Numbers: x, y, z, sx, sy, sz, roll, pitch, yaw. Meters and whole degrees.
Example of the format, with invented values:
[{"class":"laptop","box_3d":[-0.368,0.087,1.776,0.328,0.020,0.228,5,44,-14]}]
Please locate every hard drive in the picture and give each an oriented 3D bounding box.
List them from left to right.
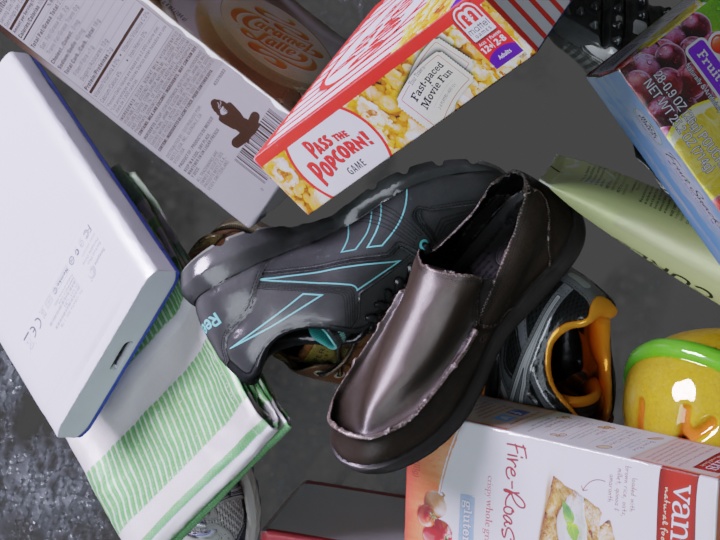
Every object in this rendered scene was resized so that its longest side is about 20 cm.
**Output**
[{"class":"hard drive","box_3d":[-0.188,-0.017,1.519,0.200,0.025,0.132,54,124,34]}]

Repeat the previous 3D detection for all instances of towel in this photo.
[{"class":"towel","box_3d":[-0.134,0.058,1.506,0.153,0.023,0.200,-47,63,29]}]

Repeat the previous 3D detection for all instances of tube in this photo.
[{"class":"tube","box_3d":[0.192,-0.011,1.420,0.200,0.052,0.058,29,156,3]}]

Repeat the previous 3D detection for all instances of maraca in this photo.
[{"class":"maraca","box_3d":[0.232,0.104,1.415,0.200,0.107,0.137,32,156,16]}]

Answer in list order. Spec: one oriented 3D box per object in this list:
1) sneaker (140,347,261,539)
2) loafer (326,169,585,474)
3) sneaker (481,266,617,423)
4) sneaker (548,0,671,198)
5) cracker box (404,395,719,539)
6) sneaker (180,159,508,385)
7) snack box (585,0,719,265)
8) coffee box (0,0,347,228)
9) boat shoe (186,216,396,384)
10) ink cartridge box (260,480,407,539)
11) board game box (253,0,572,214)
[{"class":"sneaker","box_3d":[-0.113,0.118,1.568,0.077,0.085,0.201,3,111,19]},{"class":"loafer","box_3d":[0.042,0.021,1.402,0.073,0.200,0.071,21,158,42]},{"class":"sneaker","box_3d":[0.109,0.089,1.466,0.077,0.078,0.201,22,121,49]},{"class":"sneaker","box_3d":[0.173,-0.080,1.380,0.200,0.067,0.091,27,128,-15]},{"class":"cracker box","box_3d":[0.119,0.152,1.397,0.200,0.058,0.134,10,106,34]},{"class":"sneaker","box_3d":[0.000,0.000,1.452,0.200,0.075,0.079,-22,73,-5]},{"class":"snack box","box_3d":[0.246,-0.094,1.307,0.200,0.068,0.169,-39,98,-9]},{"class":"coffee box","box_3d":[-0.100,-0.130,1.455,0.200,0.114,0.080,39,120,4]},{"class":"boat shoe","box_3d":[-0.017,0.040,1.513,0.200,0.068,0.072,24,116,10]},{"class":"ink cartridge box","box_3d":[0.017,0.245,1.568,0.144,0.084,0.201,8,111,17]},{"class":"board game box","box_3d":[0.046,-0.126,1.327,0.046,0.152,0.200,45,138,-10]}]
